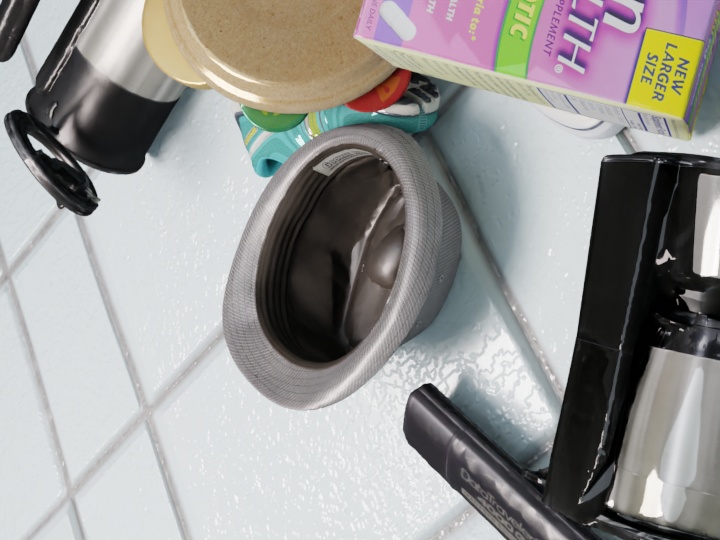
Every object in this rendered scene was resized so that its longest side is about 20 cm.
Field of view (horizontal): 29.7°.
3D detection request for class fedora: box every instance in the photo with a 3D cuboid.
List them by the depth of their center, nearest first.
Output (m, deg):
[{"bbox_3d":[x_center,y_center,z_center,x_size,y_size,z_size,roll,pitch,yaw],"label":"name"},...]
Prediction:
[{"bbox_3d":[0.000,0.000,0.940,0.176,0.090,0.202,31,102,42],"label":"fedora"}]

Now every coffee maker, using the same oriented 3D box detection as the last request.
[{"bbox_3d":[0.166,0.040,0.739,0.191,0.134,0.203,10,90,45],"label":"coffee maker"}]

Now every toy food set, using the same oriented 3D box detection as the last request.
[{"bbox_3d":[-0.041,-0.194,0.927,0.196,0.049,0.202,27,83,12],"label":"toy food set"}]

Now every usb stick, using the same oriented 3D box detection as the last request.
[{"bbox_3d":[0.094,0.143,0.855,0.200,0.032,0.056,41,144,41],"label":"usb stick"}]

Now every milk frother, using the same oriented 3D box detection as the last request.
[{"bbox_3d":[-0.193,-0.164,1.094,0.189,0.179,0.201,-53,48,25],"label":"milk frother"}]

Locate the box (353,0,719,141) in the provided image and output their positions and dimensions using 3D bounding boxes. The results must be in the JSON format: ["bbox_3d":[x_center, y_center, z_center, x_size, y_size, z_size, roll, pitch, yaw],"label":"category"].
[{"bbox_3d":[0.119,-0.189,0.792,0.198,0.097,0.178,17,93,15],"label":"box"}]

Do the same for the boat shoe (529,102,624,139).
[{"bbox_3d":[0.103,-0.164,0.883,0.074,0.066,0.201,-50,52,26],"label":"boat shoe"}]

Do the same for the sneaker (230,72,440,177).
[{"bbox_3d":[-0.016,-0.106,1.003,0.199,0.077,0.081,1,105,47],"label":"sneaker"}]
